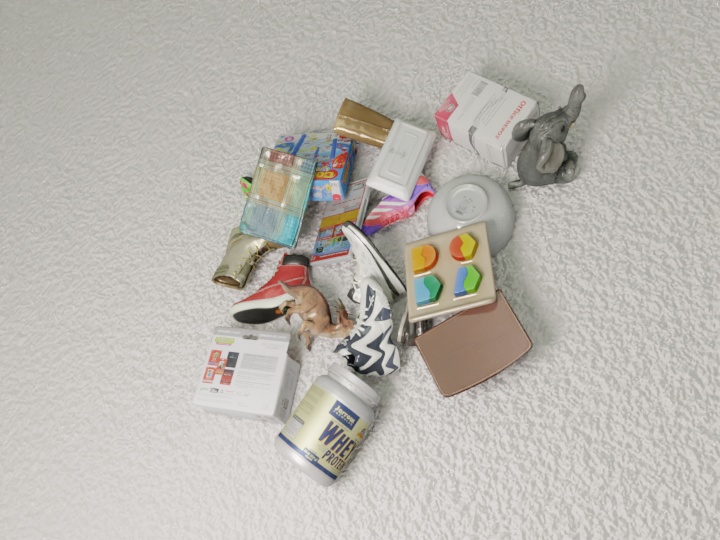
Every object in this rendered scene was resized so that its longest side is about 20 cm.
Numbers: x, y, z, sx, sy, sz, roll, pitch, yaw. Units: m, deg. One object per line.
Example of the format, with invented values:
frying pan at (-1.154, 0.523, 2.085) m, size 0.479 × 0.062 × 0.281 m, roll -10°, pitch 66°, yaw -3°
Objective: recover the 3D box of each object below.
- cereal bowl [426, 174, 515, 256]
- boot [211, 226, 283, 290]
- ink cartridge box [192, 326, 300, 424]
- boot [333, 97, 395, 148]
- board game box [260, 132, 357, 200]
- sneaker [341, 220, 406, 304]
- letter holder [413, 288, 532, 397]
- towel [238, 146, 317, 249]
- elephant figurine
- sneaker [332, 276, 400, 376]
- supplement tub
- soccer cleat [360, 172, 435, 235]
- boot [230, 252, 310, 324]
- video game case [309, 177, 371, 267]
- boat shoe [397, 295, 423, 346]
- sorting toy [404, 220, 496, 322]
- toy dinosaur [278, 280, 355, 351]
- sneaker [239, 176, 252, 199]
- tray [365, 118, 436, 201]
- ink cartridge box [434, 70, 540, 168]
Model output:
cereal bowl at (0.235, -0.126, 1.510) m, size 0.195 × 0.084 × 0.205 m, roll -8°, pitch 63°, yaw 14°
boot at (-0.245, -0.032, 1.616) m, size 0.196 × 0.073 × 0.157 m, roll -4°, pitch 50°, yaw 30°
ink cartridge box at (-0.238, 0.223, 1.503) m, size 0.195 × 0.084 × 0.180 m, roll 4°, pitch 67°, yaw 21°
boot at (0.027, -0.302, 1.643) m, size 0.196 × 0.067 × 0.178 m, roll 20°, pitch 58°, yaw 1°
board game box at (-0.120, -0.249, 1.660) m, size 0.194 × 0.057 × 0.198 m, roll 0°, pitch 44°, yaw 11°
sneaker at (0.000, 0.000, 1.489) m, size 0.115 × 0.076 × 0.202 m, roll -38°, pitch 101°, yaw 2°
letter holder at (0.227, 0.159, 1.364) m, size 0.197 × 0.101 × 0.144 m, roll -30°, pitch 61°, yaw 3°
towel at (-0.186, -0.165, 1.570) m, size 0.143 × 0.022 × 0.205 m, roll 16°, pitch 91°, yaw 12°
elephant figurine at (0.386, -0.274, 1.460) m, size 0.139 × 0.201 × 0.158 m, roll 15°, pitch 70°, yaw 24°
sneaker at (-0.003, 0.122, 1.422) m, size 0.127 × 0.079 × 0.205 m, roll -12°, pitch 91°, yaw -21°
supplement tub at (-0.062, 0.299, 1.368) m, size 0.143 × 0.145 × 0.202 m, roll 29°, pitch 77°, yaw 29°
soccer cleat at (0.082, -0.139, 1.583) m, size 0.199 × 0.068 × 0.073 m, roll -40°, pitch 68°, yaw -4°
boot at (-0.206, 0.036, 1.599) m, size 0.195 × 0.073 × 0.147 m, roll -16°, pitch 55°, yaw 10°
video game case at (-0.045, -0.110, 1.603) m, size 0.141 × 0.017 × 0.204 m, roll -10°, pitch 58°, yaw 46°
boat shoe at (0.125, 0.065, 1.469) m, size 0.056 × 0.067 × 0.204 m, roll 13°, pitch 69°, yaw 7°
sorting toy at (0.174, -0.003, 1.402) m, size 0.181 × 0.037 × 0.204 m, roll -16°, pitch 52°, yaw 21°
toy dinosaur at (-0.092, 0.085, 1.493) m, size 0.134 × 0.086 × 0.202 m, roll -36°, pitch 94°, yaw -5°
sneaker at (-0.216, -0.192, 1.718) m, size 0.197 × 0.078 × 0.084 m, roll 20°, pitch 47°, yaw 28°
tray at (0.095, -0.259, 1.580) m, size 0.105 × 0.022 × 0.203 m, roll 21°, pitch 65°, yaw 7°
ink cartridge box at (0.292, -0.347, 1.597) m, size 0.198 × 0.085 × 0.147 m, roll 33°, pitch 79°, yaw 31°
